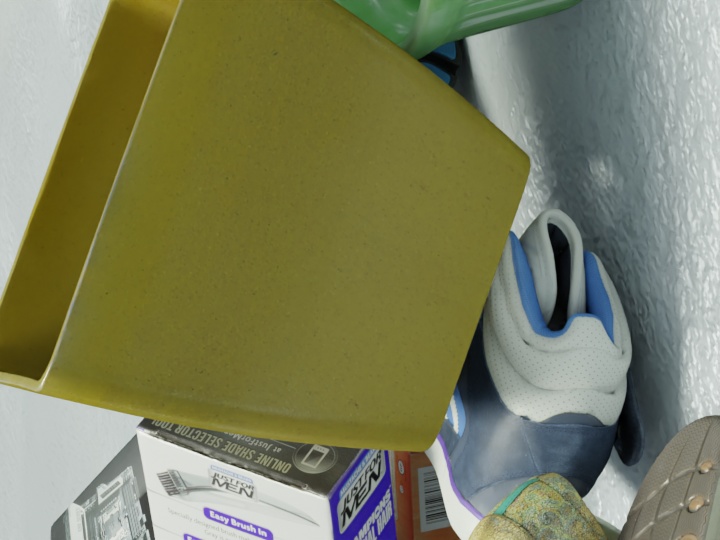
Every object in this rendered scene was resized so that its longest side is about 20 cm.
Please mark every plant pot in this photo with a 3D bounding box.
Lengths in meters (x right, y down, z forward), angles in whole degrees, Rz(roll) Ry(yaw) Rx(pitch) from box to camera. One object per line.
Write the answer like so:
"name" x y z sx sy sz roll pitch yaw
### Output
"plant pot" -0.042 -0.016 1.287 0.200 0.176 0.201 180 110 -74

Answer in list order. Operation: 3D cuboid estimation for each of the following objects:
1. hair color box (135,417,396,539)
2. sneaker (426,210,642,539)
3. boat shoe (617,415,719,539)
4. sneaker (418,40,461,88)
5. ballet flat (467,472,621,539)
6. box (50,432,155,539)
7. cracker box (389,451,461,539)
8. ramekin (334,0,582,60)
"hair color box" -0.040 0.146 1.447 0.109 0.065 0.201 18 138 24
"sneaker" 0.072 0.023 1.357 0.200 0.080 0.147 -110 32 -55
"boat shoe" 0.145 0.161 1.223 0.076 0.071 0.201 -172 92 -68
"sneaker" -0.010 -0.171 1.484 0.082 0.073 0.201 157 101 -71
"ballet flat" 0.117 0.163 1.294 0.200 0.071 0.071 52 177 -32
"box" -0.102 0.159 1.641 0.200 0.050 0.158 -46 37 36
"cracker box" 0.016 0.115 1.609 0.200 0.057 0.135 -136 39 -61
"ramekin" 0.038 -0.196 1.284 0.200 0.097 0.201 168 90 -72
